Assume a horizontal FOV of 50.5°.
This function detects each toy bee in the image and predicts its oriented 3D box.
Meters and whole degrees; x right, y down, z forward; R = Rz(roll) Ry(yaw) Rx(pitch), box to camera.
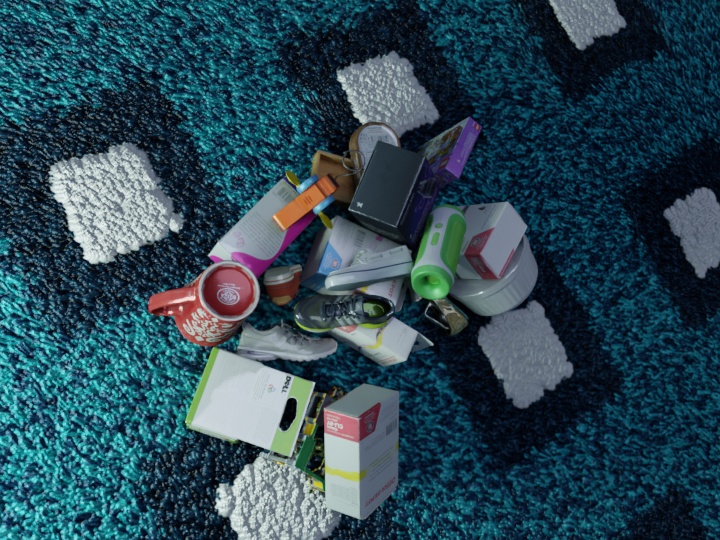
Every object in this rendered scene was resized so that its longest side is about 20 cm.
[{"bbox_3d":[-0.077,-0.142,1.466,0.199,0.109,0.132,-17,93,-1],"label":"toy bee"}]

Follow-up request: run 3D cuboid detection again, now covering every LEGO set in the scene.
[{"bbox_3d":[-0.101,0.314,1.455,0.154,0.115,0.201,33,67,-44],"label":"LEGO set"}]

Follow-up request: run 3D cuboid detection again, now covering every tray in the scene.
[{"bbox_3d":[-0.010,-0.181,1.638,0.199,0.037,0.099,14,72,-20],"label":"tray"}]

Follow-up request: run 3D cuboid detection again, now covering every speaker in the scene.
[{"bbox_3d":[0.154,-0.039,1.488,0.088,0.088,0.201,32,45,-12],"label":"speaker"}]

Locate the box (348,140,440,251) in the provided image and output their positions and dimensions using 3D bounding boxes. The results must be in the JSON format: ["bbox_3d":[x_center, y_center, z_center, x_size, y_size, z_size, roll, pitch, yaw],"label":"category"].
[{"bbox_3d":[0.070,-0.140,1.487,0.104,0.200,0.149,21,85,17],"label":"box"}]

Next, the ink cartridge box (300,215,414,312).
[{"bbox_3d":[0.000,0.000,1.545,0.199,0.125,0.129,25,69,-16],"label":"ink cartridge box"}]

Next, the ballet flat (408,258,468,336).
[{"bbox_3d":[0.146,0.060,1.628,0.200,0.071,0.071,47,65,-6],"label":"ballet flat"}]

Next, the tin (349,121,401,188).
[{"bbox_3d":[0.039,-0.221,1.629,0.111,0.042,0.201,-7,80,-19],"label":"tin"}]

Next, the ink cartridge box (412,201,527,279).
[{"bbox_3d":[0.227,-0.061,1.606,0.085,0.199,0.146,46,63,-28],"label":"ink cartridge box"}]

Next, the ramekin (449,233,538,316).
[{"bbox_3d":[0.285,0.007,1.627,0.094,0.202,0.203,47,63,-29],"label":"ramekin"}]

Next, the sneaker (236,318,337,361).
[{"bbox_3d":[-0.138,0.134,1.477,0.199,0.075,0.083,2,85,-21],"label":"sneaker"}]

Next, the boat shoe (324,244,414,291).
[{"bbox_3d":[0.013,-0.007,1.450,0.199,0.073,0.067,-9,78,-37],"label":"boat shoe"}]

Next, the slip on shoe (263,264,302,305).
[{"bbox_3d":[-0.147,0.025,1.453,0.074,0.200,0.062,-10,98,0],"label":"slip on shoe"}]

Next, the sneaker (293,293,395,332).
[{"bbox_3d":[-0.026,0.070,1.415,0.199,0.081,0.074,-4,76,-19],"label":"sneaker"}]

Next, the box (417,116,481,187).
[{"bbox_3d":[0.166,-0.232,1.631,0.039,0.200,0.137,34,67,-18],"label":"box"}]

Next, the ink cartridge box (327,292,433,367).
[{"bbox_3d":[0.034,0.132,1.531,0.199,0.116,0.068,31,68,-11],"label":"ink cartridge box"}]

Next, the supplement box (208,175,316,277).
[{"bbox_3d":[-0.189,-0.073,1.500,0.101,0.103,0.200,45,64,-7],"label":"supplement box"}]

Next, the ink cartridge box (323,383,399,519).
[{"bbox_3d":[0.003,0.332,1.416,0.145,0.083,0.202,-21,115,-56],"label":"ink cartridge box"}]

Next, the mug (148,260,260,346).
[{"bbox_3d":[-0.274,0.067,1.375,0.177,0.200,0.134,-28,89,-26],"label":"mug"}]

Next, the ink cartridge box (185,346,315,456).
[{"bbox_3d":[-0.203,0.247,1.406,0.199,0.076,0.149,20,70,-4],"label":"ink cartridge box"}]
